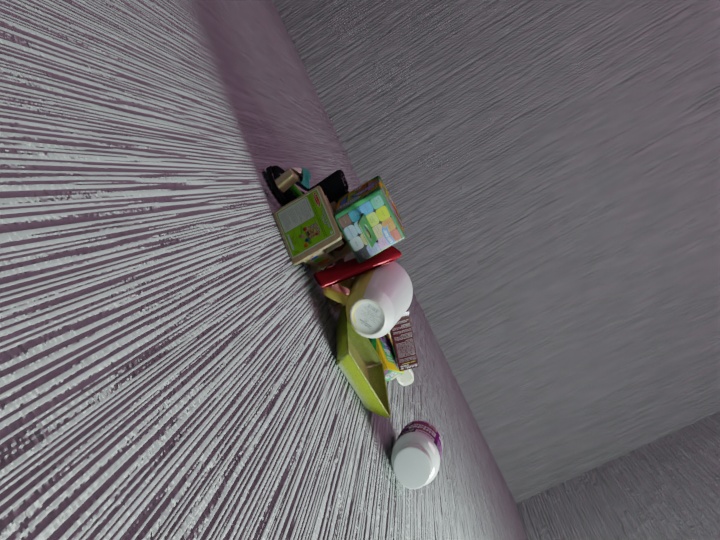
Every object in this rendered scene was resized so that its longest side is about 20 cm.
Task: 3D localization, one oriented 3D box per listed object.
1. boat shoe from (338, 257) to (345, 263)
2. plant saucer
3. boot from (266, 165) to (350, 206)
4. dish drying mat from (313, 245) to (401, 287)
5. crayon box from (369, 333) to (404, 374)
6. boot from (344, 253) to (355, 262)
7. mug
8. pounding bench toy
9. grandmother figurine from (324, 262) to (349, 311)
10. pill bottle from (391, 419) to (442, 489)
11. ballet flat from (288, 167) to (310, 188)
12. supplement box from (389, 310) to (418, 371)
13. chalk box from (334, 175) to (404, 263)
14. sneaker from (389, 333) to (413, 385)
[{"bbox_3d":[0.000,0.000,1.426,0.075,0.072,0.203,-31,85,-40],"label":"boat shoe"},{"bbox_3d":[-0.003,0.207,1.193,0.203,0.047,0.202,60,10,-24],"label":"plant saucer"},{"bbox_3d":[-0.115,-0.202,1.282,0.203,0.164,0.077,57,8,-31],"label":"boot"},{"bbox_3d":[-0.007,-0.009,1.182,0.077,0.194,0.019,-136,-153,-63],"label":"dish drying mat"},{"bbox_3d":[0.045,0.204,1.434,0.178,0.057,0.200,69,11,19],"label":"crayon box"},{"bbox_3d":[0.012,0.040,1.357,0.090,0.071,0.208,32,46,-56],"label":"boot"},{"bbox_3d":[0.018,0.075,1.179,0.154,0.180,0.155,-54,129,-65],"label":"mug"},{"bbox_3d":[-0.113,-0.121,1.216,0.206,0.121,0.156,66,10,13],"label":"pounding bench toy"},{"bbox_3d":[-0.068,0.004,1.343,0.123,0.058,0.205,65,8,-52],"label":"grandmother figurine"},{"bbox_3d":[0.126,0.411,1.182,0.116,0.109,0.200,64,9,8],"label":"pill bottle"},{"bbox_3d":[-0.168,-0.238,1.410,0.070,0.067,0.202,40,18,-29],"label":"ballet flat"},{"bbox_3d":[0.105,0.154,1.399,0.110,0.058,0.205,-102,178,-54],"label":"supplement box"},{"bbox_3d":[0.021,-0.112,1.182,0.128,0.121,0.201,60,10,-18],"label":"chalk box"},{"bbox_3d":[0.110,0.252,1.635,0.085,0.072,0.207,-85,158,-70],"label":"sneaker"}]
